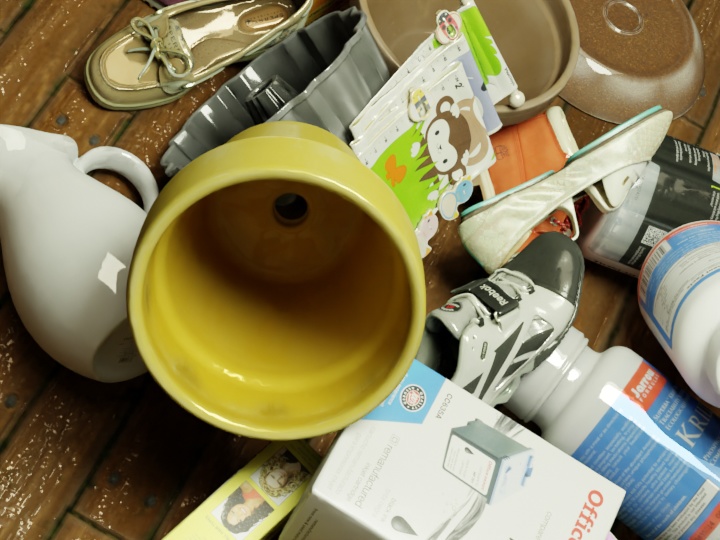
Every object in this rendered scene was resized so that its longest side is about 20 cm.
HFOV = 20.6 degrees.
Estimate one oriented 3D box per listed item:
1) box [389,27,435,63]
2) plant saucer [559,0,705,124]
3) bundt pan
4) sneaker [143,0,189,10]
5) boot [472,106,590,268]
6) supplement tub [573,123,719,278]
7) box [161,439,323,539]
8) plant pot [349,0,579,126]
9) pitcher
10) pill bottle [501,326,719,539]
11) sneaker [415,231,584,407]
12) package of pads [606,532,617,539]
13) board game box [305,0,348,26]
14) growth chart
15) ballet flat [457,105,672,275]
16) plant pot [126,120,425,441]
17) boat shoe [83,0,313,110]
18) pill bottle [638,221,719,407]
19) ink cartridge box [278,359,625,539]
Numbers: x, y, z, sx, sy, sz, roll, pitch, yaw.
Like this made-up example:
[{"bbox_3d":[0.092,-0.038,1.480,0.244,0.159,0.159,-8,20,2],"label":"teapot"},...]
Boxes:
[{"bbox_3d":[0.037,-0.160,1.708,0.119,0.042,0.201,32,55,0],"label":"box"},{"bbox_3d":[0.237,-0.225,1.835,0.199,0.037,0.202,10,56,-16],"label":"plant saucer"},{"bbox_3d":[-0.056,-0.115,1.553,0.076,0.201,0.202,51,50,-19],"label":"bundt pan"},{"bbox_3d":[-0.173,-0.287,1.670,0.199,0.090,0.075,33,52,1],"label":"sneaker"},{"bbox_3d":[0.154,-0.044,1.630,0.106,0.075,0.201,-22,64,9],"label":"boot"},{"bbox_3d":[0.290,-0.038,1.679,0.198,0.123,0.123,20,53,-9],"label":"supplement tub"},{"bbox_3d":[-0.107,0.196,1.393,0.050,0.075,0.200,44,52,7],"label":"box"},{"bbox_3d":[0.076,-0.191,1.661,0.199,0.093,0.202,10,56,-16],"label":"plant pot"},{"bbox_3d":[-0.194,-0.020,1.480,0.171,0.122,0.200,-10,51,-40],"label":"pitcher"},{"bbox_3d":[0.209,0.130,1.541,0.199,0.112,0.112,37,52,4],"label":"pill bottle"},{"bbox_3d":[0.096,0.041,1.493,0.074,0.089,0.201,19,68,45],"label":"sneaker"},{"bbox_3d":[0.119,0.234,1.464,0.154,0.068,0.200,-32,74,-35],"label":"package of pads"},{"bbox_3d":[-0.040,-0.367,1.708,0.200,0.200,0.200,43,53,8],"label":"board game box"},{"bbox_3d":[0.054,-0.103,1.525,0.201,0.018,0.145,-53,129,-19],"label":"growth chart"},{"bbox_3d":[0.172,-0.060,1.580,0.199,0.067,0.063,-29,82,-4],"label":"ballet flat"},{"bbox_3d":[-0.054,-0.013,1.383,0.199,0.202,0.189,21,24,-8],"label":"plant pot"},{"bbox_3d":[-0.133,-0.192,1.623,0.199,0.063,0.074,-26,86,-20],"label":"boat shoe"},{"bbox_3d":[0.288,0.041,1.525,0.111,0.113,0.200,17,16,-11],"label":"pill bottle"},{"bbox_3d":[0.065,0.172,1.386,0.199,0.086,0.147,31,51,1],"label":"ink cartridge box"}]
